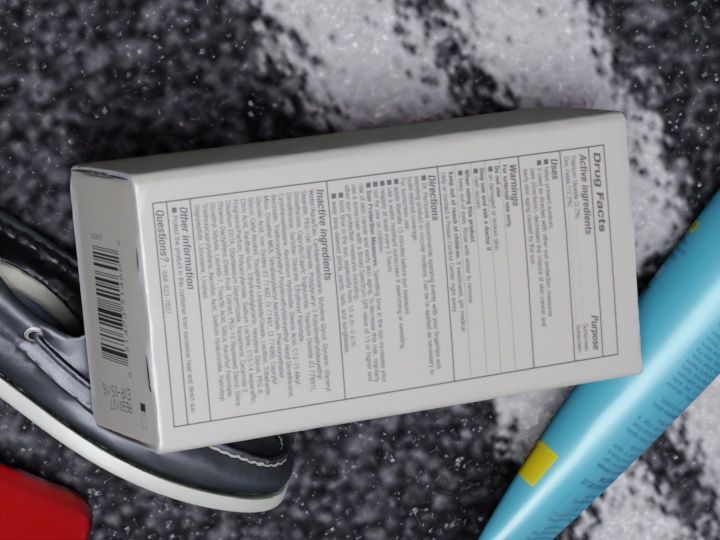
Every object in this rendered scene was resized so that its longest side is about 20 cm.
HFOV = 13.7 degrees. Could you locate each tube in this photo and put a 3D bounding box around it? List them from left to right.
[{"bbox_3d":[0.109,0.049,1.182,0.050,0.077,0.200,41,96,22],"label":"tube"}]

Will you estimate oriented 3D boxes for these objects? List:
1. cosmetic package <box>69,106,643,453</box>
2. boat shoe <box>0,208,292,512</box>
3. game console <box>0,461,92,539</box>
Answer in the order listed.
[{"bbox_3d":[0.000,0.000,1.113,0.199,0.073,0.104,-7,98,-25],"label":"cosmetic package"},{"bbox_3d":[-0.103,0.021,1.144,0.199,0.075,0.066,32,112,-4],"label":"boat shoe"},{"bbox_3d":[-0.240,0.122,1.188,0.172,0.119,0.200,39,100,17],"label":"game console"}]
